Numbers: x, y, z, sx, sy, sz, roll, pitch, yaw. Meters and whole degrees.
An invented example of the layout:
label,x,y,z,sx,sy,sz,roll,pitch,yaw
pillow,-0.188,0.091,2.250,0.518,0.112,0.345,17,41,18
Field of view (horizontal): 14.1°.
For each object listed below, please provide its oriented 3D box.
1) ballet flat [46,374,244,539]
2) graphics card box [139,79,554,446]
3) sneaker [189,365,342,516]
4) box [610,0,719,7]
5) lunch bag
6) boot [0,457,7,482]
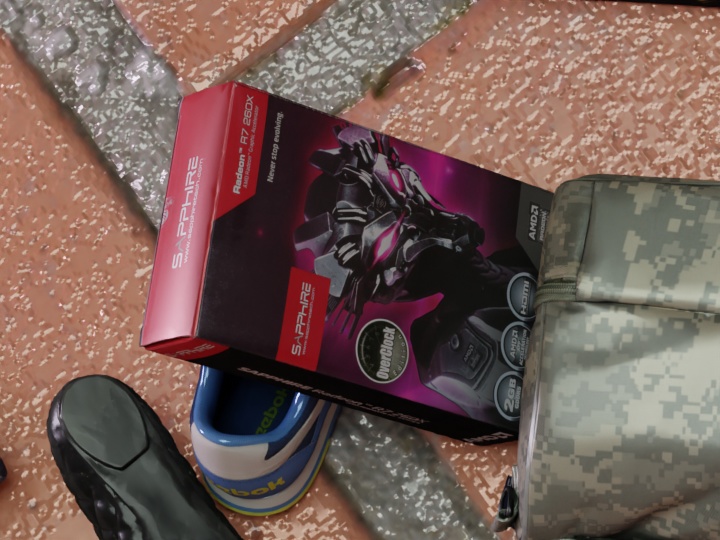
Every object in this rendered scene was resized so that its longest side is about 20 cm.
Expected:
label,x,y,z,sx,sy,sz,roll,pitch,yaw
ballet flat,-0.091,0.138,1.418,0.066,0.057,0.201,-26,76,-9
graphics card box,0.000,0.000,1.366,0.051,0.199,0.126,-15,62,53
sneaker,-0.029,0.018,1.416,0.074,0.082,0.201,13,76,18
box,0.112,-0.220,1.475,0.199,0.049,0.161,6,77,14
lunch bag,0.167,0.058,1.325,0.199,0.139,0.169,6,69,10
boot,-0.273,0.132,1.439,0.200,0.073,0.090,-44,64,-4
